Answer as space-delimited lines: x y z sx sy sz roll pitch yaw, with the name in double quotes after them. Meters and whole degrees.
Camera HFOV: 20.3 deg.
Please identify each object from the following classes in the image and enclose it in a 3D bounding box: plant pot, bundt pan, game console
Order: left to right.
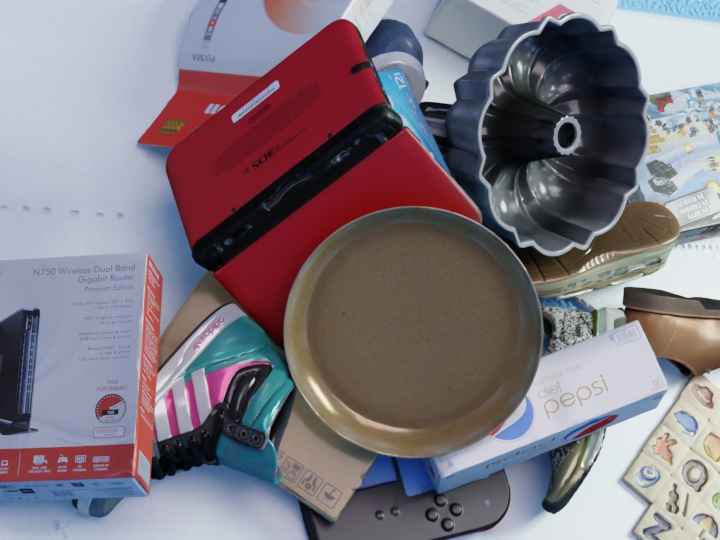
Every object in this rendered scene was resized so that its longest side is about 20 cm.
-0.032 -0.064 1.582 0.119 0.200 0.173 33 27 -47 "game console"
0.021 0.132 1.648 0.176 0.031 0.201 -9 71 -23 "game console"
0.041 0.046 1.544 0.199 0.027 0.201 0 104 2 "plant pot"
0.147 -0.117 1.676 0.201 0.076 0.203 -10 106 -38 "bundt pan"

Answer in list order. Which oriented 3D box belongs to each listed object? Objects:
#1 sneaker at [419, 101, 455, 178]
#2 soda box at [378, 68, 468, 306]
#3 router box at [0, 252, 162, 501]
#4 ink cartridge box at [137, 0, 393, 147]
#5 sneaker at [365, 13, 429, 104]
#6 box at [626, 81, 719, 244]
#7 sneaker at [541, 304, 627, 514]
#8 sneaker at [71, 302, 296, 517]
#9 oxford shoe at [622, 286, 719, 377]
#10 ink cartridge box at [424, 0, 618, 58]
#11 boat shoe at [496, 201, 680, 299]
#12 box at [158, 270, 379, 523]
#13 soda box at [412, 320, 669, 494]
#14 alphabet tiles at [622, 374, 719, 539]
0.112 -0.082 1.762 0.200 0.076 0.116 2 107 -42 "sneaker"
0.034 -0.057 1.608 0.064 0.068 0.201 -19 83 -55 "soda box"
-0.255 0.082 1.514 0.199 0.049 0.180 -4 66 9 "router box"
-0.087 -0.184 1.683 0.162 0.050 0.200 9 50 34 "ink cartridge box"
-0.037 -0.150 1.734 0.199 0.147 0.081 -29 118 8 "sneaker"
0.326 -0.102 1.851 0.199 0.040 0.137 -11 71 -23 "box"
0.163 0.112 1.693 0.088 0.077 0.201 15 57 1 "sneaker"
-0.119 0.135 1.547 0.121 0.084 0.200 37 79 14 "sneaker"
0.311 0.060 1.770 0.199 0.071 0.072 7 95 -24 "oxford shoe"
0.166 -0.275 1.844 0.147 0.086 0.201 28 60 -5 "ink cartridge box"
0.181 -0.004 1.736 0.199 0.063 0.074 -10 51 -12 "boat shoe"
-0.058 0.079 1.612 0.200 0.021 0.164 34 77 4 "box"
0.142 0.110 1.614 0.199 0.068 0.064 -20 73 -6 "soda box"
0.323 0.187 1.744 0.166 0.006 0.200 40 61 1 "alphabet tiles"
